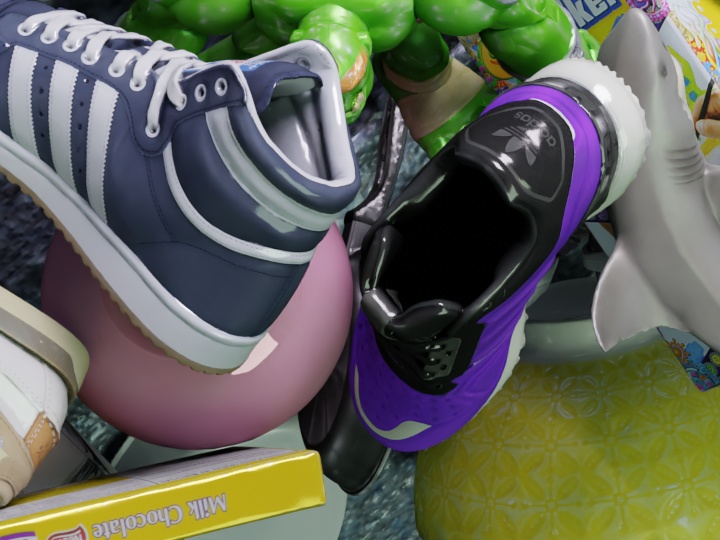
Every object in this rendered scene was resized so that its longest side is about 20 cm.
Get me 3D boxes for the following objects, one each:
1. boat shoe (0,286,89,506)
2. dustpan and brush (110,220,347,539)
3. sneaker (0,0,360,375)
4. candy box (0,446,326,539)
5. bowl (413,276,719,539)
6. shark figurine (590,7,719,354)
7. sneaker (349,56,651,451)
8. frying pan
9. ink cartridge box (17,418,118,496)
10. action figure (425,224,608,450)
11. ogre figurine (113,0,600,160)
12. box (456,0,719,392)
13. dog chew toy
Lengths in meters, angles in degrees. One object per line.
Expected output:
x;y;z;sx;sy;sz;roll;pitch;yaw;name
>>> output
-0.196;0.017;0.872;0.200;0.068;0.075;28;149;-15;boat shoe
-0.048;0.067;1.142;0.139;0.057;0.200;8;124;-36;dustpan and brush
-0.084;-0.069;0.865;0.109;0.200;0.070;-49;169;32;sneaker
-0.122;0.098;0.908;0.200;0.102;0.026;-12;93;-20;candy box
0.117;0.065;1.197;0.200;0.200;0.108;-18;106;-30;bowl
0.140;0.017;0.940;0.089;0.215;0.128;-34;167;-32;shark figurine
0.027;0.006;0.924;0.100;0.070;0.200;-34;159;-46;sneaker
0.004;0.006;1.055;0.031;0.115;0.190;7;103;-17;frying pan
-0.170;0.120;1.015;0.145;0.084;0.200;-42;129;-5;ink cartridge box
0.079;-0.008;1.129;0.069;0.130;0.200;42;96;-20;action figure
-0.010;-0.097;0.930;0.120;0.200;0.098;78;32;-70;ogre figurine
0.188;-0.090;1.042;0.200;0.193;0.122;-35;-178;-33;box
-0.064;0.019;1.006;0.125;0.125;0.200;-41;171;-6;dog chew toy
